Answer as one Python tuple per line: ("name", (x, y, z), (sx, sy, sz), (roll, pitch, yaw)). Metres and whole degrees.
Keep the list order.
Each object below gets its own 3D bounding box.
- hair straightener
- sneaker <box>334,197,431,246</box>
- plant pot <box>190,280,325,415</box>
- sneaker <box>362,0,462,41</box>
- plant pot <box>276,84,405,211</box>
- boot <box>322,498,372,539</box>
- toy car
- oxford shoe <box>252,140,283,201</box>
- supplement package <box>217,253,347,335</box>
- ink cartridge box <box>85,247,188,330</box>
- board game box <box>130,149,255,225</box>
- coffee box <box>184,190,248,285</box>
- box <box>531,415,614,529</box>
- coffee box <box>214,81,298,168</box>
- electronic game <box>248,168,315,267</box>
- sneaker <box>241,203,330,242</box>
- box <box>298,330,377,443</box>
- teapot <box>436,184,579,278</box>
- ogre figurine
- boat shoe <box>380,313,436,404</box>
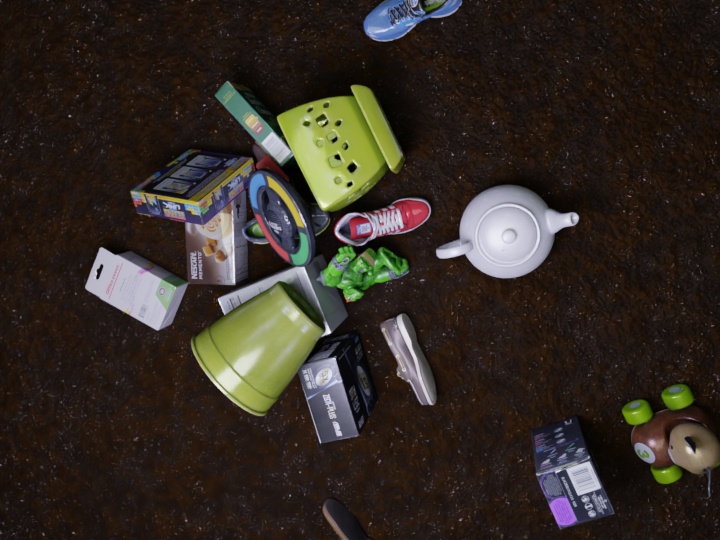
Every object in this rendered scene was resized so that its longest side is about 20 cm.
("hair straightener", (-0.122, -0.146, 1.239), (0.041, 0.077, 0.200), (-48, 60, -1))
("sneaker", (0.042, -0.098, 1.300), (0.199, 0.112, 0.072), (-14, 97, 14))
("plant pot", (-0.173, 0.129, 1.199), (0.193, 0.200, 0.200), (-43, 89, 4))
("sneaker", (0.095, -0.506, 1.233), (0.199, 0.089, 0.079), (-20, 94, 15))
("plant pot", (-0.023, -0.242, 1.252), (0.181, 0.199, 0.201), (-25, 93, 9))
("boot", (-0.031, 0.611, 1.461), (0.075, 0.074, 0.200), (-37, 93, 25))
("toy car", (0.604, 0.336, 1.209), (0.157, 0.200, 0.165), (-26, 93, 15))
("oxford shoe", (-0.186, -0.182, 1.323), (0.072, 0.071, 0.201), (-29, 70, 0))
("supplement package", (-0.158, 0.078, 1.352), (0.199, 0.152, 0.151), (-21, 94, 15))
("ink cartridge box", (-0.508, 0.035, 1.463), (0.199, 0.067, 0.118), (28, 104, 5))
("board game box", (-0.334, -0.174, 1.310), (0.165, 0.200, 0.057), (12, 129, 21))
("coffee box", (-0.311, -0.073, 1.396), (0.114, 0.080, 0.201), (2, 100, 12))
("box", (0.408, 0.388, 1.259), (0.106, 0.200, 0.123), (-23, 94, 14))
("coffee box", (-0.196, -0.295, 1.314), (0.044, 0.123, 0.200), (-44, 87, 14))
("electronic game", (-0.149, -0.097, 1.213), (0.042, 0.200, 0.201), (-32, 92, -28))
("sneaker", (-0.159, -0.092, 1.361), (0.199, 0.081, 0.074), (-14, 96, 14))
("box", (-0.042, 0.233, 1.328), (0.086, 0.200, 0.165), (-15, 96, 15))
("teapot", (0.277, -0.070, 1.239), (0.197, 0.146, 0.201), (30, 105, 6))
("ogre figurine", (0.000, 0.000, 1.306), (0.120, 0.200, 0.098), (-32, 84, 35))
("boat shoe", (0.102, 0.193, 1.360), (0.059, 0.072, 0.201), (-22, 91, 20))
